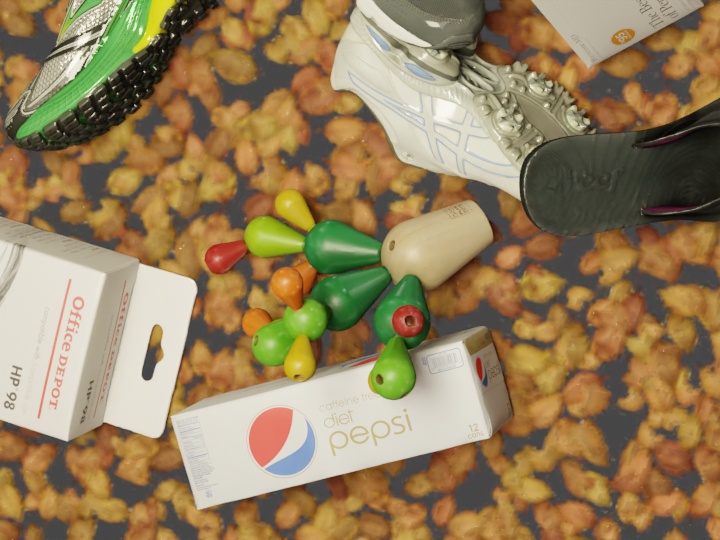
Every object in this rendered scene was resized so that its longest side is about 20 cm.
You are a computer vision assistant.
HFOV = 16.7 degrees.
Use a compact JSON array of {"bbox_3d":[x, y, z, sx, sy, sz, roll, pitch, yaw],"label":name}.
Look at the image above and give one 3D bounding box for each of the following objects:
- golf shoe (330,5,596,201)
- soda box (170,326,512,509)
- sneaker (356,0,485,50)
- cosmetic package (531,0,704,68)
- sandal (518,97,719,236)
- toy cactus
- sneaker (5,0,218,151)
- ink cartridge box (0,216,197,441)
[{"bbox_3d":[0.067,-0.087,1.491,0.200,0.078,0.097,44,134,4],"label":"golf shoe"},{"bbox_3d":[-0.011,0.091,1.525,0.200,0.068,0.064,-15,93,17],"label":"soda box"},{"bbox_3d":[0.022,-0.221,1.431,0.200,0.074,0.085,66,153,21],"label":"sneaker"},{"bbox_3d":[0.116,-0.198,1.389,0.082,0.200,0.051,-27,52,19],"label":"cosmetic package"},{"bbox_3d":[0.193,-0.059,1.425,0.200,0.048,0.075,-15,98,-8],"label":"sandal"},{"bbox_3d":[0.000,0.000,1.486,0.165,0.200,0.102,-29,119,-14],"label":"toy cactus"},{"bbox_3d":[-0.157,-0.157,1.538,0.085,0.078,0.200,42,97,14],"label":"sneaker"},{"bbox_3d":[-0.217,0.034,1.576,0.200,0.067,0.116,16,101,13],"label":"ink cartridge box"}]
